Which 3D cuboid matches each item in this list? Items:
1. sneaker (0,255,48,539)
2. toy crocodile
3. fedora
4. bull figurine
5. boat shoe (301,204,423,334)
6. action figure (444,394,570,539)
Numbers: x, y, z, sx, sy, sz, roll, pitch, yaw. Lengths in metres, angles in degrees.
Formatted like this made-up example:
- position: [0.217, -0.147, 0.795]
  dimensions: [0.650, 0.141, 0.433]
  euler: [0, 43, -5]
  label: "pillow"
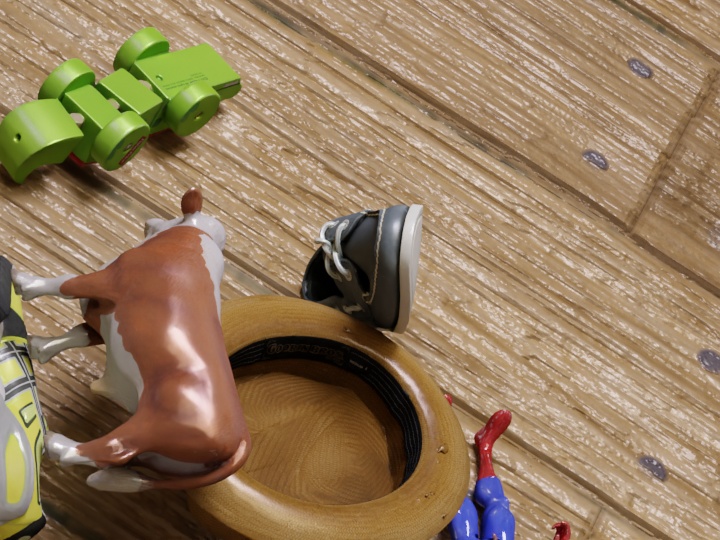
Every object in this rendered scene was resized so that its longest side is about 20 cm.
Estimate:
- position: [-0.210, 0.073, 1.500]
  dimensions: [0.076, 0.075, 0.200]
  euler: [48, 25, -35]
  label: "sneaker"
- position: [-0.149, -0.102, 1.714]
  dimensions: [0.068, 0.062, 0.200]
  euler: [43, 37, 14]
  label: "toy crocodile"
- position: [-0.038, 0.106, 1.550]
  dimensions: [0.200, 0.082, 0.201]
  euler: [17, 43, -16]
  label: "fedora"
- position: [-0.120, 0.038, 1.474]
  dimensions: [0.121, 0.065, 0.200]
  euler: [-12, 47, -6]
  label: "bull figurine"
- position: [0.000, 0.000, 1.620]
  dimensions: [0.062, 0.200, 0.073]
  euler: [9, 81, -4]
  label: "boat shoe"
- position: [0.081, 0.146, 1.578]
  dimensions: [0.065, 0.099, 0.200]
  euler: [14, 46, -20]
  label: "action figure"
